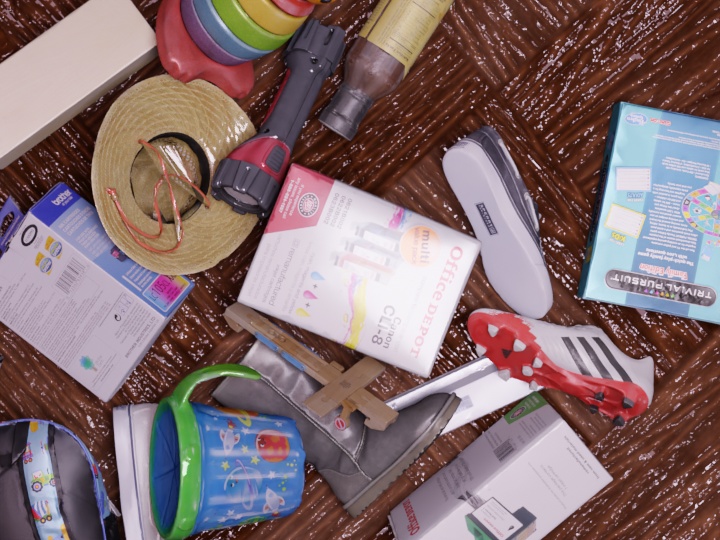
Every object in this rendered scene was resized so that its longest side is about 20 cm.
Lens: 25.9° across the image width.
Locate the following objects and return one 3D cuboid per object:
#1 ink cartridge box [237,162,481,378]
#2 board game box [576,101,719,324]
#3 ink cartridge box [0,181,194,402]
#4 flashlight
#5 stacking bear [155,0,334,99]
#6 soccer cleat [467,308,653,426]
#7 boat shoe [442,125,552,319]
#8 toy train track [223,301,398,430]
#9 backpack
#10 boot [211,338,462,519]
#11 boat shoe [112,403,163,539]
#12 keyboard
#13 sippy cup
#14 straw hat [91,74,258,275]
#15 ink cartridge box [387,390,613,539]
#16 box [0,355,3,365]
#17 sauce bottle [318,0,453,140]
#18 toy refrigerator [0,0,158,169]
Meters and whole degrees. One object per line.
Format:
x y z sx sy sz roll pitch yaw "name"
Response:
0.000 0.000 1.529 0.199 0.145 0.146 22 90 -2 "ink cartridge box"
0.312 -0.057 1.578 0.150 0.047 0.201 11 92 -1 "board game box"
-0.284 0.012 1.536 0.200 0.076 0.137 37 122 -3 "ink cartridge box"
-0.080 -0.151 1.541 0.067 0.068 0.201 20 70 6 "flashlight"
-0.089 -0.265 1.493 0.200 0.121 0.114 -27 66 35 "stacking bear"
0.203 0.082 1.572 0.199 0.069 0.085 25 49 5 "soccer cleat"
0.151 -0.049 1.569 0.068 0.072 0.200 -38 107 -36 "boat shoe"
-0.052 0.098 1.517 0.200 0.115 0.033 35 126 18 "toy train track"
-0.328 0.242 1.539 0.182 0.135 0.201 -9 93 2 "backpack"
-0.024 0.128 1.570 0.182 0.073 0.200 -44 84 8 "boot"
-0.196 0.232 1.578 0.086 0.075 0.203 -7 83 -6 "boat shoe"
0.100 0.130 1.603 0.199 0.011 0.056 -25 97 1 "keyboard"
-0.126 0.189 1.501 0.130 0.140 0.178 2 137 -20 "sippy cup"
-0.197 -0.088 1.548 0.200 0.085 0.202 6 79 -33 "straw hat"
0.133 0.222 1.536 0.200 0.146 0.084 -40 97 2 "ink cartridge box"
-0.481 0.131 1.580 0.199 0.049 0.160 20 93 -1 "box"
0.026 -0.224 1.563 0.065 0.065 0.200 34 93 -1 "sauce bottle"
-0.299 -0.191 1.549 0.200 0.070 0.076 -38 92 -9 "toy refrigerator"
